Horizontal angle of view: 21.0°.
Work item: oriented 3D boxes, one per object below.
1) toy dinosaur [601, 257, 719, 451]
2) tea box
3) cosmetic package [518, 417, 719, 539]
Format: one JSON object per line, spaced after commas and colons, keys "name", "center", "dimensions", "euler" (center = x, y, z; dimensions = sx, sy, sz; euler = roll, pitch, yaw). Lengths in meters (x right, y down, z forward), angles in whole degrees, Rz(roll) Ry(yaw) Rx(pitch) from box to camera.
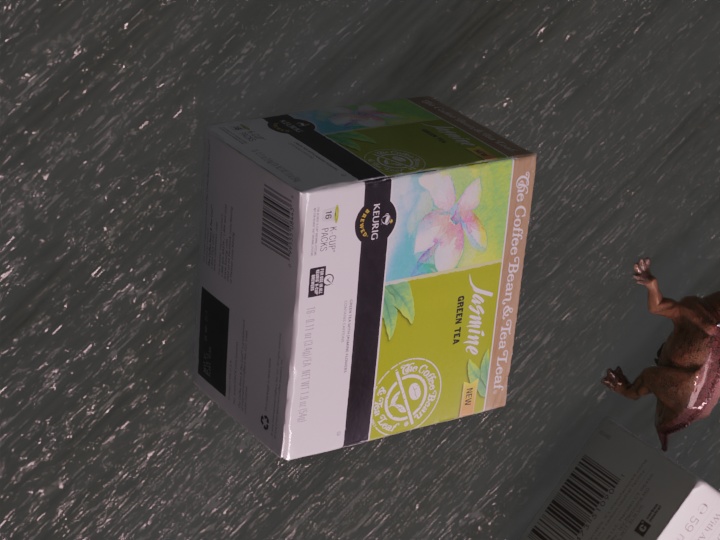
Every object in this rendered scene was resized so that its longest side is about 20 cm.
{"name": "toy dinosaur", "center": [0.282, 0.075, 1.609], "dimensions": [0.086, 0.135, 0.201], "euler": [3, 111, -38]}
{"name": "tea box", "center": [0.000, 0.000, 1.360], "dimensions": [0.196, 0.134, 0.201], "euler": [-12, 119, -33]}
{"name": "cosmetic package", "center": [0.263, 0.260, 1.641], "dimensions": [0.200, 0.165, 0.165], "euler": [35, 90, -26]}
